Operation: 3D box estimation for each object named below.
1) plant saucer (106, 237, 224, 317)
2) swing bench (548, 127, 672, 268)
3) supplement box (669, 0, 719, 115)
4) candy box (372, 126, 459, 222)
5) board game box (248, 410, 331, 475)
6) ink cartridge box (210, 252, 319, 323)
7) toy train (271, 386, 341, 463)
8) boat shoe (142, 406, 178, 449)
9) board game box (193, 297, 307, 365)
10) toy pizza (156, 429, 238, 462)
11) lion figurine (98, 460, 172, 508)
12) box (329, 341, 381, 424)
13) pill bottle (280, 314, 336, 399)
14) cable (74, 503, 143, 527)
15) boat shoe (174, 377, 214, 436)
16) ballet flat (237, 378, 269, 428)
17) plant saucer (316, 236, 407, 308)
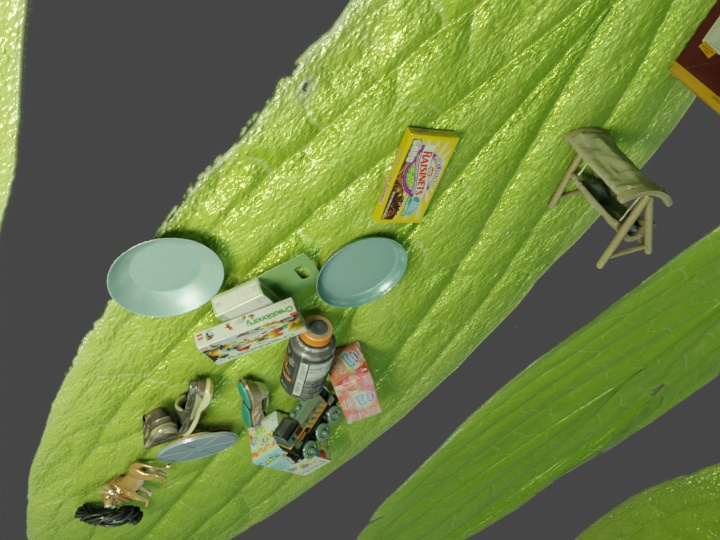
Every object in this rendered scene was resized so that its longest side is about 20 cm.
[{"bbox_3d":[-0.347,0.004,1.103,0.200,0.039,0.202,-13,140,-11],"label":"plant saucer"},{"bbox_3d":[0.485,-0.150,1.201,0.129,0.199,0.201,-16,141,-8],"label":"swing bench"},{"bbox_3d":[0.691,-0.371,1.054,0.132,0.198,0.201,0,136,-25],"label":"supplement box"},{"bbox_3d":[0.099,-0.169,1.132,0.102,0.026,0.201,-4,137,-27],"label":"candy box"},{"bbox_3d":[-0.185,0.460,1.630,0.105,0.103,0.200,-34,140,20],"label":"board game box"},{"bbox_3d":[-0.172,0.051,1.207,0.199,0.048,0.146,-24,156,4],"label":"ink cartridge box"},{"bbox_3d":[-0.129,0.373,1.520,0.200,0.085,0.114,-53,128,-27],"label":"toy train"},{"bbox_3d":[-0.463,0.358,1.417,0.074,0.074,0.200,-11,161,-33],"label":"boat shoe"},{"bbox_3d":[-0.212,0.122,1.216,0.199,0.035,0.126,-21,157,-2],"label":"board game box"},{"bbox_3d":[-0.405,0.429,1.530,0.199,0.032,0.200,-14,154,-7],"label":"toy pizza"},{"bbox_3d":[-0.571,0.530,1.560,0.122,0.073,0.200,32,108,-14],"label":"lion figurine"},{"bbox_3d":[-0.018,0.279,1.514,0.094,0.103,0.201,-19,139,-4],"label":"box"},{"bbox_3d":[-0.113,0.188,1.366,0.106,0.107,0.201,-3,136,-22],"label":"pill bottle"},{"bbox_3d":[-0.652,0.627,1.595,0.162,0.051,0.200,10,164,-5],"label":"cable"},{"bbox_3d":[-0.389,0.305,1.401,0.065,0.073,0.200,18,126,-22],"label":"boat shoe"},{"bbox_3d":[-0.253,0.305,1.473,0.067,0.068,0.200,-27,150,-26],"label":"ballet flat"},{"bbox_3d":[0.000,0.000,1.265,0.199,0.027,0.201,-17,141,-14],"label":"plant saucer"}]
